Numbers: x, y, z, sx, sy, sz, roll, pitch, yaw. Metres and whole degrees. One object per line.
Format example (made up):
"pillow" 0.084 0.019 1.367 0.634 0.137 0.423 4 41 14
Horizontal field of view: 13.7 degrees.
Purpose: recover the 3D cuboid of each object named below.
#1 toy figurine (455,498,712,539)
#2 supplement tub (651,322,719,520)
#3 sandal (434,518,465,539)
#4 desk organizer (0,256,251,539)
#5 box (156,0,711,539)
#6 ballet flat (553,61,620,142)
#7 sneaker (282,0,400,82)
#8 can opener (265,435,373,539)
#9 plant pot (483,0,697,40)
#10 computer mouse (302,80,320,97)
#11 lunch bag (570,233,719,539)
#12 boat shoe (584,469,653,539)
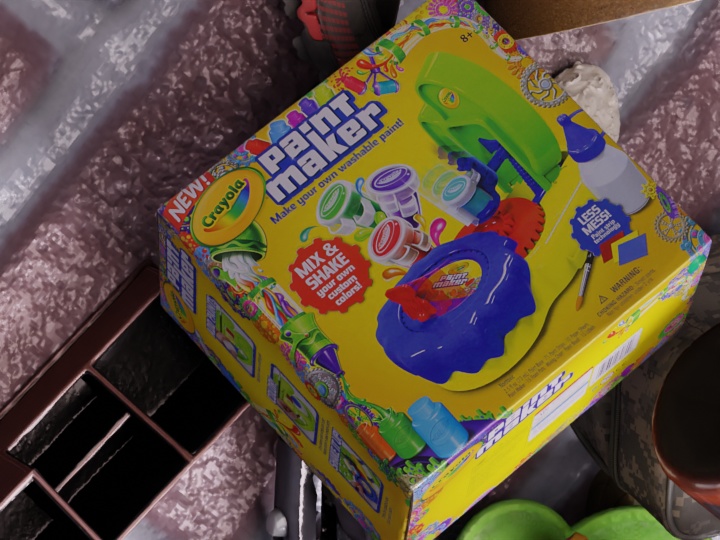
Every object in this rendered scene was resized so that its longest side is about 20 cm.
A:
"toy figurine" 0.168 0.194 1.607 0.200 0.184 0.150 32 77 -20
"supplement tub" 0.245 0.110 1.562 0.200 0.107 0.107 38 81 -39
"sandal" 0.067 0.203 1.710 0.076 0.043 0.200 -37 103 -19
"desk organizer" -0.142 0.094 1.559 0.200 0.077 0.072 -47 116 -12
"box" 0.033 0.002 1.511 0.200 0.122 0.193 -39 73 -17
"ballet flat" 0.088 -0.029 1.663 0.200 0.072 0.072 -49 116 -12
"sneaker" 0.014 -0.194 1.571 0.071 0.098 0.201 -12 109 -67
"can opener" -0.023 0.161 1.644 0.063 0.079 0.201 -1 112 -19
"plant pot" 0.134 -0.238 1.598 0.186 0.186 0.201 -17 97 -23
"computer mouse" 0.000 0.000 1.605 0.140 0.046 0.200 -27 76 -13
"lunch bag" 0.212 0.044 1.681 0.199 0.168 0.140 -15 122 -22
"boat shoe" 0.167 0.213 1.741 0.066 0.072 0.202 -1 95 -19
